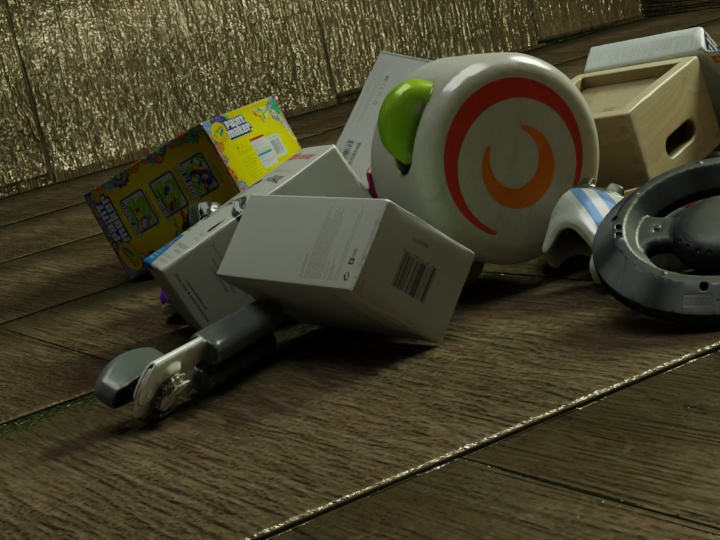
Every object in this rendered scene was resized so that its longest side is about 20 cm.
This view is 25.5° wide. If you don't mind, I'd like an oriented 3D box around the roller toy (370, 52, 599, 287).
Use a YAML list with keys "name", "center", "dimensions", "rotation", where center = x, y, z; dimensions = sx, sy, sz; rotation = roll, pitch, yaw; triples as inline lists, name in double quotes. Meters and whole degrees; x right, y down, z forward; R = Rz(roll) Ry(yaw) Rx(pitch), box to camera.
- name: "roller toy"
  center: [0.108, -0.099, 1.424]
  dimensions: [0.182, 0.201, 0.140]
  rotation: [-29, 16, -18]

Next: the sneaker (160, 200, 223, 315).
- name: "sneaker"
  center: [-0.165, -0.019, 1.662]
  dimensions: [0.069, 0.100, 0.200]
  rotation: [-12, 10, 19]

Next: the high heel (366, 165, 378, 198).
- name: "high heel"
  center: [0.051, -0.127, 1.539]
  dimensions: [0.067, 0.096, 0.201]
  rotation: [-18, 41, 24]

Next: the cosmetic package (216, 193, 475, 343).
- name: "cosmetic package"
  center: [-0.016, -0.003, 1.319]
  dimensions: [0.107, 0.085, 0.200]
  rotation: [30, -13, -35]

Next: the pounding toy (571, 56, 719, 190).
- name: "pounding toy"
  center: [0.298, -0.134, 1.691]
  dimensions: [0.184, 0.143, 0.200]
  rotation: [-4, 25, 43]

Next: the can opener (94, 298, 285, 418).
- name: "can opener"
  center: [-0.131, 0.065, 1.282]
  dimensions: [0.066, 0.053, 0.200]
  rotation: [32, 28, 21]

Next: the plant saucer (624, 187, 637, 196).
- name: "plant saucer"
  center: [0.279, -0.047, 1.446]
  dimensions: [0.199, 0.036, 0.200]
  rotation: [-13, 11, 3]

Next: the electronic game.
- name: "electronic game"
  center: [0.273, -0.025, 1.193]
  dimensions: [0.199, 0.042, 0.200]
  rotation: [-12, 33, 8]

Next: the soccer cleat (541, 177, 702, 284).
- name: "soccer cleat"
  center: [0.238, -0.017, 1.302]
  dimensions: [0.199, 0.070, 0.087]
  rotation: [13, 63, 41]

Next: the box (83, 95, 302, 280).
- name: "box"
  center: [-0.192, -0.102, 1.945]
  dimensions: [0.192, 0.122, 0.200]
  rotation: [-28, 3, 26]

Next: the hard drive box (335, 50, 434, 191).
- name: "hard drive box"
  center: [0.078, -0.132, 1.660]
  dimensions: [0.200, 0.156, 0.077]
  rotation: [19, -8, 44]

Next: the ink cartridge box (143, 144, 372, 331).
- name: "ink cartridge box"
  center: [-0.095, -0.030, 1.507]
  dimensions: [0.200, 0.084, 0.146]
  rotation: [-37, 11, -10]

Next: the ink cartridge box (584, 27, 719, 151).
- name: "ink cartridge box"
  center: [0.382, -0.196, 1.767]
  dimensions: [0.199, 0.041, 0.199]
  rotation: [-2, -28, 42]
